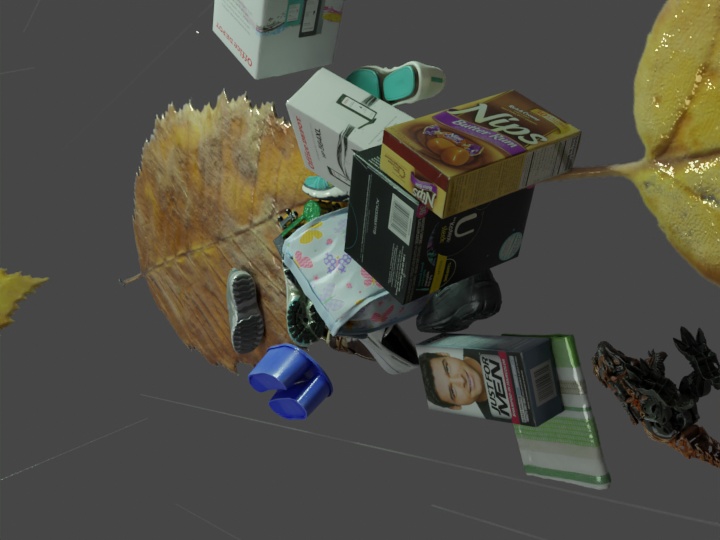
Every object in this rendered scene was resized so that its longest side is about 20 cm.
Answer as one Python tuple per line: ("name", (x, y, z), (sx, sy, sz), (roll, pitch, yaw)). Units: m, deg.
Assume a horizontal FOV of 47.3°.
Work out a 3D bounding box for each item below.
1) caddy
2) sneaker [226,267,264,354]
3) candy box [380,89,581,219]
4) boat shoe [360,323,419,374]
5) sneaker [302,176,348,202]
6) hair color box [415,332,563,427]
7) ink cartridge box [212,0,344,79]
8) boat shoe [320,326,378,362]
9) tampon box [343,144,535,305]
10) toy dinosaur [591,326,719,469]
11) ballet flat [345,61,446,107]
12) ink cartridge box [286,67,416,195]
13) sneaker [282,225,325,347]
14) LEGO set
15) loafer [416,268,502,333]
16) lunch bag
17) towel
("caddy", (-0.136, 0.217, 1.655), (0.142, 0.105, 0.199), (51, 151, -12))
("sneaker", (-0.259, 0.087, 1.827), (0.082, 0.074, 0.203), (-137, 44, -60))
("candy box", (0.134, -0.135, 0.917), (0.117, 0.198, 0.057), (43, 141, 37))
("boat shoe", (0.027, 0.086, 1.302), (0.065, 0.074, 0.200), (-18, 127, 46))
("sneaker", (-0.022, -0.151, 1.310), (0.199, 0.077, 0.081), (-2, 86, 54))
("hair color box", (0.167, 0.142, 1.100), (0.199, 0.060, 0.100), (-2, 103, 53))
("ink cartridge box", (-0.120, -0.417, 1.220), (0.147, 0.145, 0.201), (50, 144, 29))
("boat shoe", (-0.028, 0.119, 1.451), (0.199, 0.071, 0.073), (28, 130, 49))
("tampon box", (0.099, -0.078, 1.007), (0.126, 0.198, 0.151), (43, 141, 37))
("toy dinosaur", (0.335, 0.140, 0.887), (0.199, 0.102, 0.137), (26, 146, 27))
("ballet flat", (0.048, -0.249, 1.125), (0.199, 0.069, 0.070), (12, 117, 60))
("ink cartridge box", (0.004, -0.168, 1.141), (0.199, 0.084, 0.147), (34, 159, 26))
("sneaker", (-0.093, 0.027, 1.323), (0.086, 0.077, 0.203), (115, 160, -71))
("LEGO set", (-0.051, -0.021, 1.409), (0.154, 0.115, 0.201), (-46, 69, 25))
("loafer", (0.135, 0.044, 1.160), (0.200, 0.067, 0.071), (142, 126, -63))
("lunch bag", (0.000, 0.000, 1.213), (0.170, 0.198, 0.128), (52, 145, 26))
("towel", (0.253, 0.180, 1.083), (0.149, 0.030, 0.203), (-7, 99, 57))
